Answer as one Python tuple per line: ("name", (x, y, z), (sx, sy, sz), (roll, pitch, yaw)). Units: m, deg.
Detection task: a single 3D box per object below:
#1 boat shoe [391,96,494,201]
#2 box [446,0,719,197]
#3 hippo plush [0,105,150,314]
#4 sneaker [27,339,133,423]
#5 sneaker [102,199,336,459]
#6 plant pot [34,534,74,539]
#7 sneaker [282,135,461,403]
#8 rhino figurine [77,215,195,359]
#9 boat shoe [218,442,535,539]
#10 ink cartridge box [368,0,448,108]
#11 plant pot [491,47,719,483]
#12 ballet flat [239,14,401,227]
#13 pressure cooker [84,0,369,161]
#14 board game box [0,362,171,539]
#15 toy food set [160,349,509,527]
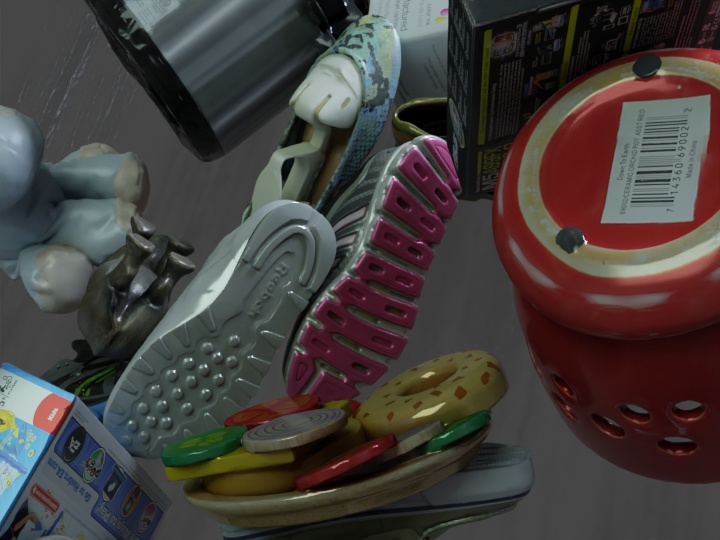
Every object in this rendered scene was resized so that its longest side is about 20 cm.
("boat shoe", (0.112, -0.086, 0.850), (0.197, 0.068, 0.073), (0, 55, 26))
("box", (0.131, -0.125, 0.722), (0.158, 0.201, 0.045), (-16, 67, -2))
("hippo plush", (-0.271, -0.079, 0.974), (0.198, 0.162, 0.160), (13, 57, 40))
("sneaker", (-0.179, 0.082, 0.884), (0.197, 0.071, 0.084), (-14, 58, 22))
("sneaker", (-0.096, 0.038, 0.813), (0.200, 0.076, 0.080), (-48, 25, -10))
("plant pot", (-0.076, 0.233, 0.663), (0.180, 0.202, 0.203), (-10, 53, 8))
("sneaker", (0.000, 0.000, 0.850), (0.202, 0.073, 0.087), (-65, 25, -4))
("rhino figurine", (-0.163, 0.010, 0.886), (0.088, 0.059, 0.200), (-59, 10, 4))
("boat shoe", (0.012, 0.150, 0.748), (0.197, 0.072, 0.063), (-12, 95, 12))
("ink cartridge box", (0.112, -0.213, 0.929), (0.197, 0.086, 0.150), (-9, 54, 24))
("plant pot", (0.174, -0.008, 0.692), (0.198, 0.183, 0.203), (-15, 51, 20))
("ballet flat", (-0.032, -0.090, 0.879), (0.074, 0.074, 0.203), (29, 102, 39))
("pressure cooker", (-0.094, -0.205, 0.966), (0.199, 0.177, 0.179), (-38, 20, -5))
("board game box", (-0.208, 0.186, 0.738), (0.055, 0.201, 0.198), (21, 67, 18))
("toy food set", (-0.012, 0.099, 0.726), (0.197, 0.198, 0.050), (-11, 96, 20))
